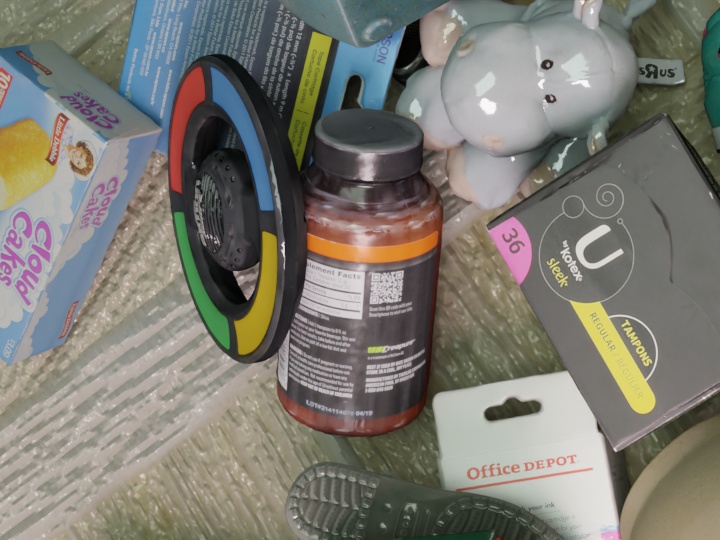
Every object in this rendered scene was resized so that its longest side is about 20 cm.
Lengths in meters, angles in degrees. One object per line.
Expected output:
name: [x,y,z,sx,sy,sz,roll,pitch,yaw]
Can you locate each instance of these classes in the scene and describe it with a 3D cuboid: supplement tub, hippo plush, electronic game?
supplement tub: [0.000,0.000,1.103,0.106,0.107,0.202,14,118,18]
hippo plush: [0.122,-0.103,1.061,0.197,0.161,0.161,-7,105,1]
electronic game: [-0.085,-0.039,1.097,0.041,0.200,0.202,-10,81,-24]

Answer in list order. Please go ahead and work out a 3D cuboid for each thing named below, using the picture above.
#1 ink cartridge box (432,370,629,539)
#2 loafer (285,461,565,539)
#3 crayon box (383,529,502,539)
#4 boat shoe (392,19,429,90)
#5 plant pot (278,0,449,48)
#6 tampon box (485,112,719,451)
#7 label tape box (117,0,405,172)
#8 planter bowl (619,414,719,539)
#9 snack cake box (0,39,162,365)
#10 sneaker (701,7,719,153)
ink cartridge box: [0.121,0.171,1.109,0.115,0.067,0.203,-11,84,18]
loafer: [0.050,0.177,1.071,0.198,0.070,0.076,21,71,11]
crayon box: [0.053,0.250,1.029,0.171,0.058,0.201,-11,123,41]
boat shoe: [0.055,-0.222,1.156,0.071,0.071,0.203,6,88,18]
plant pot: [-0.004,-0.263,1.049,0.195,0.196,0.201,-29,65,0]
tampon box: [0.180,0.008,1.027,0.126,0.200,0.151,-32,81,13]
label tape box: [-0.066,-0.137,1.181,0.198,0.066,0.145,19,105,16]
planter bowl: [0.241,0.173,1.020,0.201,0.200,0.135,-48,47,9]
snack cake box: [-0.236,-0.048,1.207,0.115,0.067,0.201,38,119,18]
sneaker: [0.304,-0.162,1.070,0.198,0.084,0.122,-19,90,17]
